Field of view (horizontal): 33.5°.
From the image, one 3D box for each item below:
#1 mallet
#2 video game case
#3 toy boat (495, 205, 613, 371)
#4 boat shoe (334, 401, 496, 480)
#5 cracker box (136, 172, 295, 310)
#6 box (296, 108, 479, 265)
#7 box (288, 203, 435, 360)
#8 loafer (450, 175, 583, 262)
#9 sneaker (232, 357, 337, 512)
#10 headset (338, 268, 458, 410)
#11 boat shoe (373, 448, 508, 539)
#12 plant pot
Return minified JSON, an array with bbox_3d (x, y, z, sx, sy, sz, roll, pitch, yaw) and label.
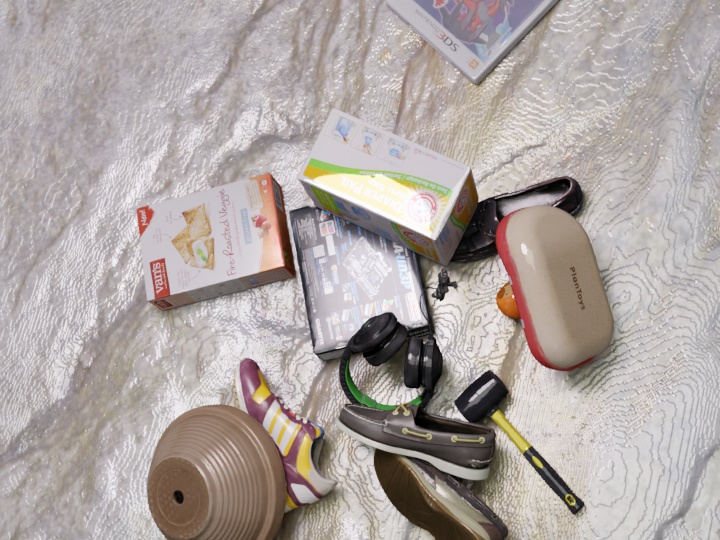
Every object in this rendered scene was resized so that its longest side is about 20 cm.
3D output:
[{"bbox_3d":[0.205,0.206,1.460,0.200,0.041,0.066,41,91,16],"label":"mallet"},{"bbox_3d":[0.163,-0.382,1.634,0.200,0.023,0.182,-45,70,-1],"label":"video game case"},{"bbox_3d":[0.217,0.024,1.467,0.130,0.129,0.203,-17,89,50],"label":"toy boat"},{"bbox_3d":[0.068,0.193,1.458,0.198,0.072,0.062,17,104,12],"label":"boat shoe"},{"bbox_3d":[-0.196,-0.038,1.611,0.197,0.058,0.136,-15,72,10],"label":"cracker box"},{"bbox_3d":[0.038,-0.103,1.495,0.198,0.113,0.102,25,80,16],"label":"box"},{"bbox_3d":[0.000,0.000,1.558,0.156,0.046,0.203,-15,72,9],"label":"box"},{"bbox_3d":[0.186,-0.073,1.522,0.197,0.063,0.073,-22,71,7],"label":"loafer"},{"bbox_3d":[-0.093,0.197,1.516,0.089,0.075,0.203,-23,80,9],"label":"sneaker"},{"bbox_3d":[0.054,0.092,1.481,0.122,0.094,0.201,29,119,-5],"label":"headset"},{"bbox_3d":[0.095,0.277,1.452,0.064,0.074,0.200,-18,46,-38],"label":"boat shoe"},{"bbox_3d":[-0.196,0.270,1.474,0.198,0.092,0.205,0,90,30],"label":"plant pot"}]
